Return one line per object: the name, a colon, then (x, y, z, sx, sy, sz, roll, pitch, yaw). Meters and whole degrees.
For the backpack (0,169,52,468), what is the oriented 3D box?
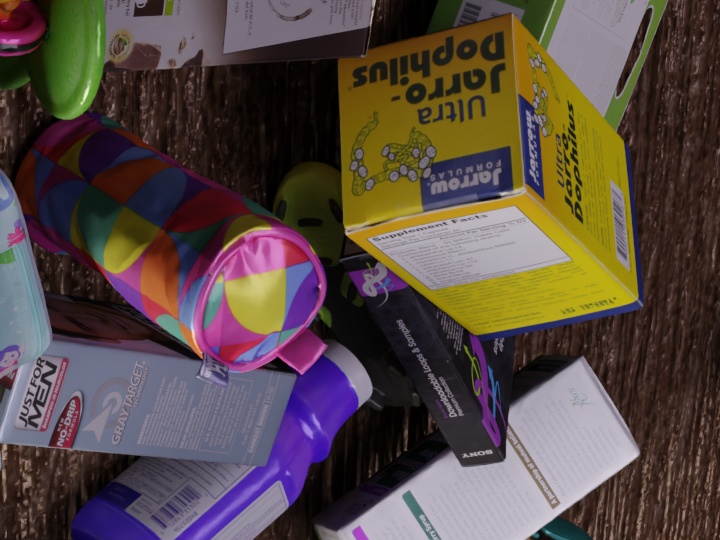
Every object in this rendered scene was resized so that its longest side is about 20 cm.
backpack: (-0.237, 0.017, 1.045, 0.150, 0.177, 0.201, -26, 130, -30)

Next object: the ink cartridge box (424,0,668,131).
ink cartridge box: (0.124, -0.161, 1.416, 0.200, 0.076, 0.148, 13, 99, -67)

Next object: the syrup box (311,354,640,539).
syrup box: (0.074, 0.141, 1.449, 0.200, 0.079, 0.082, -33, 96, -13)

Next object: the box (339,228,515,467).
box: (0.047, 0.006, 1.371, 0.143, 0.036, 0.200, -80, 150, -43)

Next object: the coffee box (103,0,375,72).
coffee box: (-0.098, -0.157, 1.153, 0.200, 0.113, 0.080, -9, 115, -43)

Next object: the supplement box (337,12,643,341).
supplement box: (0.078, -0.048, 1.277, 0.200, 0.108, 0.110, 38, 45, -58)

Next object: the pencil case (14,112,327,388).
pencil case: (-0.101, -0.014, 1.152, 0.088, 0.200, 0.089, -19, 124, -31)

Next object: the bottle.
bottle: (-0.077, 0.118, 1.329, 0.200, 0.083, 0.065, -41, 135, -27)

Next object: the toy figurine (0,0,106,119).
toy figurine: (-0.233, -0.137, 0.988, 0.183, 0.200, 0.151, -6, 133, -31)

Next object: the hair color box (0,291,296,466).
hair color box: (-0.142, 0.056, 1.219, 0.200, 0.099, 0.061, 10, 101, -48)

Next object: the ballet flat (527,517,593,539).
ballet flat: (0.103, 0.192, 1.570, 0.063, 0.069, 0.200, -50, 138, 6)

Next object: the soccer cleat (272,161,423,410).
soccer cleat: (-0.001, 0.000, 1.384, 0.200, 0.064, 0.084, 63, 33, -38)
